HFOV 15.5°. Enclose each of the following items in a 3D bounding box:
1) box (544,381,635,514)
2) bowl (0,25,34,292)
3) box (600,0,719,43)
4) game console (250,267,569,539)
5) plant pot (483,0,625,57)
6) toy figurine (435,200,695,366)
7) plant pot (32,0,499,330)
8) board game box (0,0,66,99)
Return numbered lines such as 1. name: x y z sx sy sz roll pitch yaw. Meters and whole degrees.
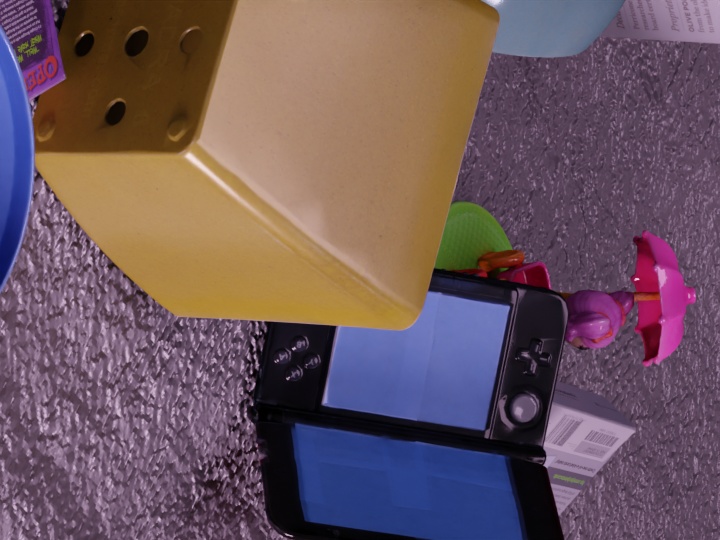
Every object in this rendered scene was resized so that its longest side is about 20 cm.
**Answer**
1. box: 0.088 0.163 1.845 0.200 0.041 0.156 -51 151 12
2. bowl: -0.238 -0.049 1.304 0.201 0.039 0.201 -17 110 -56
3. box: 0.216 -0.303 1.942 0.199 0.171 0.200 -56 139 -39
4. game console: 0.041 0.087 1.673 0.200 0.119 0.173 10 95 -16
5. plant pot: 0.102 -0.234 1.754 0.200 0.200 0.161 -20 125 -57
6. toy figurine: 0.135 0.025 1.840 0.200 0.184 0.150 -22 105 -54
7. plant pot: -0.071 -0.094 1.497 0.176 0.200 0.200 31 69 -45
8. board game box: -0.231 -0.118 1.363 0.200 0.032 0.120 -39 124 -49
